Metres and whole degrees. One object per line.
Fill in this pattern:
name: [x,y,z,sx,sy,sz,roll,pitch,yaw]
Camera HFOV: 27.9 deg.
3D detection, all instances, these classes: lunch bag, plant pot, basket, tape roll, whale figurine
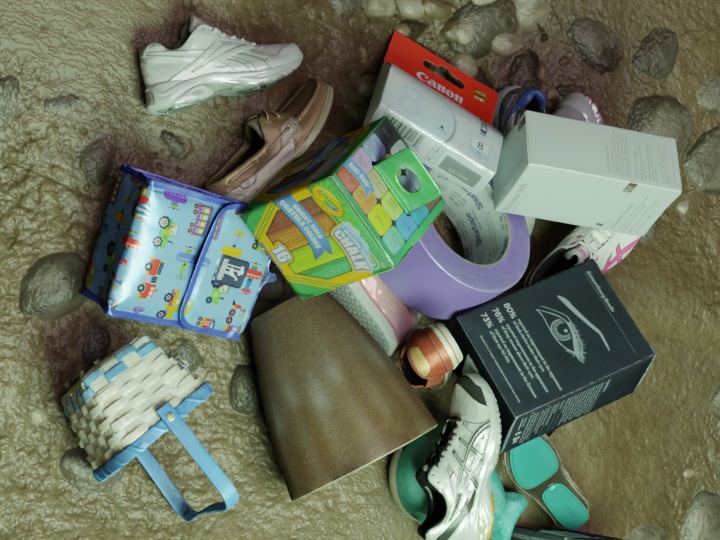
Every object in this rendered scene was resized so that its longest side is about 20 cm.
lunch bag: [-0.183,-0.013,1.594,0.199,0.094,0.152,15,96,-33]
plant pot: [-0.039,0.127,1.639,0.186,0.187,0.201,-25,84,-27]
basket: [-0.214,0.176,1.529,0.139,0.176,0.201,-34,92,-29]
tape roll: [0.101,-0.050,1.717,0.199,0.085,0.201,21,54,-32]
whale figurine: [0.130,0.263,1.749,0.200,0.104,0.160,38,71,-23]

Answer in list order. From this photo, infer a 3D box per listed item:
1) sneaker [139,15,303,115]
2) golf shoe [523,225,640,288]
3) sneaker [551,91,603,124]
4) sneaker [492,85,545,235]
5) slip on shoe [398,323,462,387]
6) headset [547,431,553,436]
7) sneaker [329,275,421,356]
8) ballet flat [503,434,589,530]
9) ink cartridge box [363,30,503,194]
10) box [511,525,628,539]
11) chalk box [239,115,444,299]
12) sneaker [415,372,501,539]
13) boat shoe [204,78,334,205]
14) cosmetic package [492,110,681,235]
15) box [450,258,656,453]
sneaker: [-0.157,-0.243,1.636,0.199,0.078,0.100,-18,92,-29]
golf shoe: [0.288,-0.024,1.809,0.200,0.092,0.073,-44,88,6]
sneaker: [0.287,-0.124,1.872,0.088,0.081,0.201,-32,96,-21]
sneaker: [0.200,-0.135,1.816,0.076,0.085,0.202,0,88,-28]
slip on shoe: [0.071,0.105,1.681,0.061,0.200,0.074,-31,84,-9]
headset: [0.223,0.125,1.838,0.123,0.094,0.201,39,86,-25]
sneaker: [0.000,0.000,1.715,0.105,0.075,0.201,-37,95,-43]
ballet flat: [0.221,0.247,1.803,0.068,0.067,0.201,-30,126,2]
ink cartridge box: [0.097,-0.201,1.718,0.159,0.047,0.201,29,44,-12]
box: [0.251,0.425,1.796,0.105,0.122,0.202,8,84,-28]
chalk box: [-0.004,-0.070,1.548,0.125,0.199,0.124,54,48,-15]
sneaker: [0.106,0.215,1.641,0.087,0.076,0.202,5,82,-19]
boat shoe: [-0.103,-0.148,1.660,0.066,0.074,0.201,42,70,-26]
cosmetic package: [0.265,-0.113,1.718,0.198,0.113,0.082,6,60,-14]
box: [0.222,0.100,1.720,0.199,0.105,0.149,-21,64,-17]
